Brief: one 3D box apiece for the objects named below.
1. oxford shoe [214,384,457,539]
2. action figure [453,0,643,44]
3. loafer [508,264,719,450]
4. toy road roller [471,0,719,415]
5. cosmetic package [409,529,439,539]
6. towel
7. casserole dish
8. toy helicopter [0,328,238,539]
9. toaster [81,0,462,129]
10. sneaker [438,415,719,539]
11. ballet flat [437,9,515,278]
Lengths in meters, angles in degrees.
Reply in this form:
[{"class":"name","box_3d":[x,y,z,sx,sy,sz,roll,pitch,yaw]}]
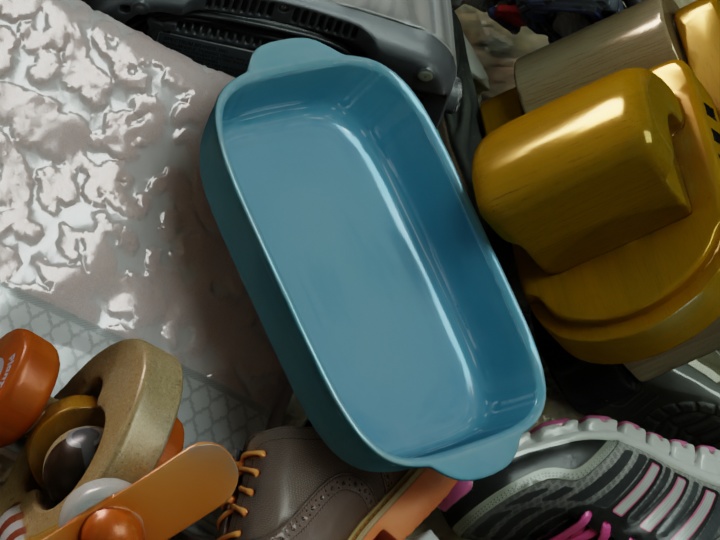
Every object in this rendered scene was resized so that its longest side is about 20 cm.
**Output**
[{"class":"oxford shoe","box_3d":[-0.040,0.109,1.114,0.073,0.071,0.200,56,45,-10]},{"class":"action figure","box_3d":[0.132,-0.161,1.356,0.200,0.193,0.105,40,39,-80]},{"class":"loafer","box_3d":[0.152,0.045,1.333,0.200,0.075,0.070,35,51,-18]},{"class":"toy road roller","box_3d":[0.111,-0.049,1.214,0.146,0.123,0.200,45,27,-47]},{"class":"cosmetic package","box_3d":[-0.014,0.207,1.087,0.108,0.085,0.200,50,45,-5]},{"class":"towel","box_3d":[-0.103,-0.007,1.140,0.200,0.032,0.191,26,70,-26]},{"class":"casserole dish","box_3d":[0.000,0.000,1.136,0.121,0.039,0.200,-15,76,-44]},{"class":"toy helicopter","box_3d":[-0.118,0.116,1.024,0.079,0.132,0.200,33,72,-25]},{"class":"toaster","box_3d":[-0.050,-0.124,1.235,0.200,0.114,0.129,10,50,-8]},{"class":"sneaker","box_3d":[0.123,0.124,1.260,0.200,0.074,0.088,12,53,-38]},{"class":"ballet flat","box_3d":[0.031,-0.071,1.315,0.068,0.068,0.200,26,43,-45]}]
